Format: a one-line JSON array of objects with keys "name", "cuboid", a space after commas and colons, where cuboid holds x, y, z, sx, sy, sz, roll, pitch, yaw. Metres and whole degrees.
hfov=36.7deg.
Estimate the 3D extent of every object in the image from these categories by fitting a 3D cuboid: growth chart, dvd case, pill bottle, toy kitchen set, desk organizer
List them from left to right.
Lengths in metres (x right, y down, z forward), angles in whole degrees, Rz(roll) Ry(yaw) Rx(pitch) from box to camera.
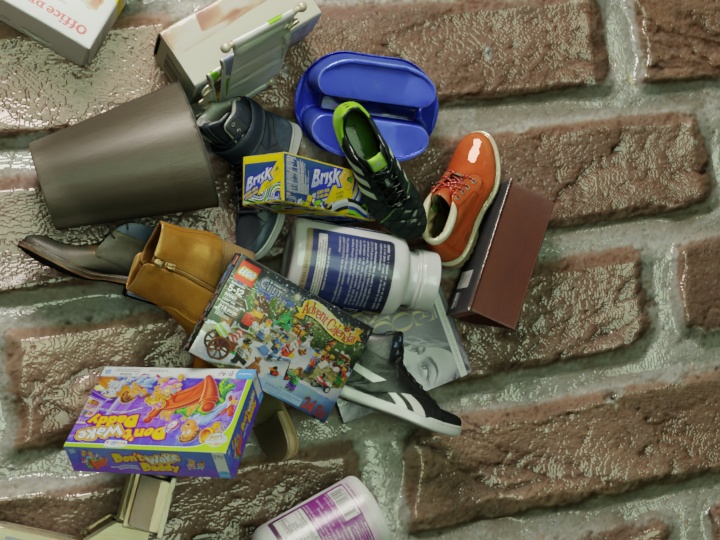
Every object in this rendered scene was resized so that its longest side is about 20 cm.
[{"name": "toy kitchen set", "cuboid": [-0.324, 0.267, 1.295, 0.180, 0.163, 0.200, 16, 80, -14]}, {"name": "growth chart", "cuboid": [-0.146, -0.256, 1.386, 0.145, 0.200, 0.018, -32, 80, -25]}, {"name": "pill bottle", "cuboid": [-0.068, 0.357, 1.389, 0.200, 0.112, 0.112, -27, 93, -16]}, {"name": "pill bottle", "cuboid": [0.000, 0.000, 1.437, 0.200, 0.111, 0.111, 10, 82, -11]}, {"name": "dvd case", "cuboid": [0.042, 0.106, 1.495, 0.200, 0.016, 0.149, -20, 90, -17]}, {"name": "desk organizer", "cuboid": [0.197, -0.017, 1.516, 0.077, 0.072, 0.200, 24, 74, -16]}]

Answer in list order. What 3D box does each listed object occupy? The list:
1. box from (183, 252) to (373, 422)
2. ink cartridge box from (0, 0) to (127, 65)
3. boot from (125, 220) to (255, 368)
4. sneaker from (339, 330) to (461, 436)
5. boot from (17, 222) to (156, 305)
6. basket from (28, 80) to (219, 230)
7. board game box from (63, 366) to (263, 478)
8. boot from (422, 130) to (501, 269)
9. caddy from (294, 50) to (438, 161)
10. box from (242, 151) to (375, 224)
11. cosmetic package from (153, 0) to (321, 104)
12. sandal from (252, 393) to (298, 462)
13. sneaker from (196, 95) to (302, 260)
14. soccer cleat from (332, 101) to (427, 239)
[{"name": "box", "cuboid": [-0.100, 0.085, 1.354, 0.200, 0.038, 0.137, 30, 83, -19]}, {"name": "ink cartridge box", "cuboid": [-0.363, -0.386, 1.385, 0.145, 0.083, 0.200, 29, 78, -12]}, {"name": "boot", "cuboid": [-0.227, 0.043, 1.363, 0.144, 0.071, 0.201, 15, 99, -27]}, {"name": "sneaker", "cuboid": [0.059, 0.142, 1.450, 0.200, 0.073, 0.112, 22, 82, -12]}, {"name": "boot", "cuboid": [-0.323, -0.030, 1.370, 0.200, 0.075, 0.097, 23, 80, -25]}, {"name": "basket", "cuboid": [-0.299, -0.131, 1.357, 0.200, 0.136, 0.180, -18, 66, -12]}, {"name": "board game box", "cuboid": [-0.229, 0.177, 1.286, 0.200, 0.135, 0.045, 0, 129, 13]}, {"name": "boot", "cuboid": [0.136, -0.110, 1.488, 0.075, 0.107, 0.200, 11, 77, 26]}, {"name": "caddy", "cuboid": [0.011, -0.221, 1.472, 0.200, 0.105, 0.141, 7, 104, -9]}, {"name": "box", "cuboid": [-0.062, -0.103, 1.402, 0.200, 0.070, 0.064, 9, 80, -54]}, {"name": "cosmetic package", "cuboid": [-0.164, -0.311, 1.428, 0.200, 0.103, 0.087, -33, 92, -18]}, {"name": "sandal", "cuboid": [-0.118, 0.144, 1.426, 0.070, 0.078, 0.212, -8, 74, -51]}, {"name": "sneaker", "cuboid": [-0.157, -0.125, 1.395, 0.146, 0.077, 0.202, 29, 66, -49]}, {"name": "soccer cleat", "cuboid": [0.024, -0.124, 1.390, 0.067, 0.081, 0.200, -31, 100, -1]}]
